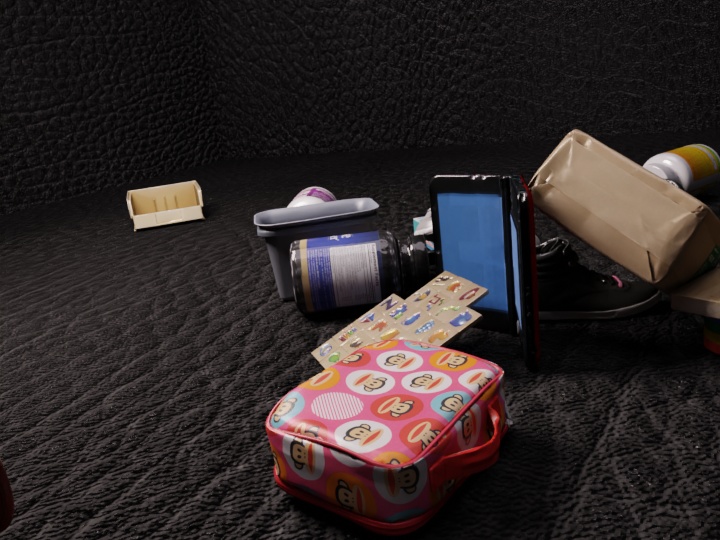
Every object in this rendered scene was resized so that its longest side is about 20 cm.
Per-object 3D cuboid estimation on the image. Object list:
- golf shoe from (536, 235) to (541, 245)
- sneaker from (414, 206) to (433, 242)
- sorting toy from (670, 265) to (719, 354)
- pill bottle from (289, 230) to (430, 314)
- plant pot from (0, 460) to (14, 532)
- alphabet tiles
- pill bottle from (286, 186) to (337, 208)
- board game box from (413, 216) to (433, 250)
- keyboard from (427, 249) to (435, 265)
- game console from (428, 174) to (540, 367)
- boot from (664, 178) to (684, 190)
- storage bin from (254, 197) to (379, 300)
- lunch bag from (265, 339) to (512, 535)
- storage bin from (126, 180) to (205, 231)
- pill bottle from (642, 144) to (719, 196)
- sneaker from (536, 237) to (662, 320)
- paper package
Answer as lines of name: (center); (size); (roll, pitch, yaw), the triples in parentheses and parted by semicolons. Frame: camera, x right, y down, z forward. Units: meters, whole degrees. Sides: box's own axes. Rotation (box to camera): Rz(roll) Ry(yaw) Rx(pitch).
golf shoe: (0.249, -0.004, 0.977); (0.094, 0.078, 0.200); (27, 29, 24)
sneaker: (0.131, -0.089, 1.044); (0.074, 0.082, 0.200); (10, 11, 6)
sorting toy: (0.475, 0.046, 0.687); (0.199, 0.070, 0.198); (-19, 20, -34)
pill bottle: (0.000, 0.000, 0.961); (0.199, 0.113, 0.112); (-7, 16, 0)
plant pot: (-0.388, 0.170, 0.432); (0.200, 0.202, 0.195); (3, 27, 29)
alphabet tiles: (0.049, 0.069, 0.761); (0.200, 0.008, 0.167); (-35, 23, -12)
pill bottle: (-0.106, -0.109, 1.373); (0.112, 0.113, 0.200); (-6, 16, 4)
board game box: (0.203, -0.073, 1.241); (0.150, 0.047, 0.200); (-10, 16, -10)
keyboard: (0.131, -0.019, 1.056); (0.199, 0.021, 0.127); (-7, -7, 16)
game console: (0.142, -0.006, 0.763); (0.118, 0.201, 0.172); (-4, 17, 10)
boot: (0.487, -0.122, 1.229); (0.210, 0.080, 0.157); (-6, 6, 45)
storage bin: (-0.068, -0.037, 1.073); (0.199, 0.135, 0.146); (-8, 16, -7)
lunch bag: (0.039, 0.131, 0.552); (0.175, 0.082, 0.200); (7, 21, 37)
storage bin: (-0.559, -0.187, 1.854); (0.199, 0.094, 0.198); (-11, 17, -16)
pill bottle: (0.665, -0.199, 1.366); (0.199, 0.112, 0.111); (-18, 20, -34)
sneaker: (0.292, 0.007, 0.842); (0.199, 0.100, 0.071); (-4, 15, 5)
paper package: (0.328, -0.060, 0.779); (0.191, 0.104, 0.200); (44, 17, 34)
